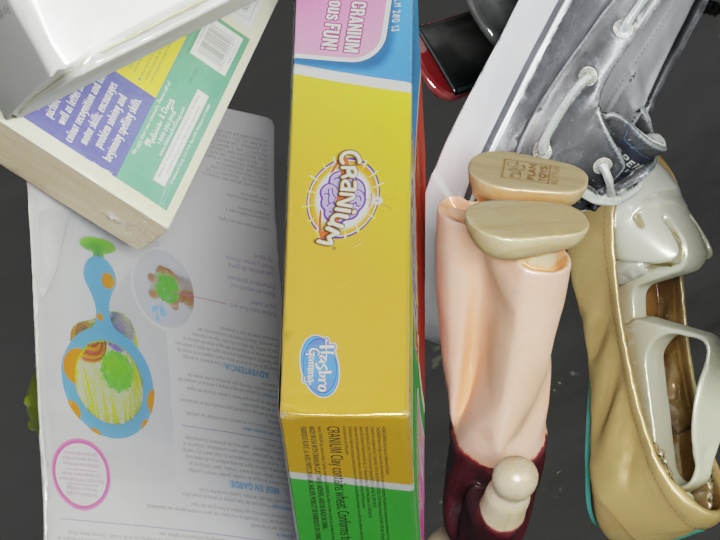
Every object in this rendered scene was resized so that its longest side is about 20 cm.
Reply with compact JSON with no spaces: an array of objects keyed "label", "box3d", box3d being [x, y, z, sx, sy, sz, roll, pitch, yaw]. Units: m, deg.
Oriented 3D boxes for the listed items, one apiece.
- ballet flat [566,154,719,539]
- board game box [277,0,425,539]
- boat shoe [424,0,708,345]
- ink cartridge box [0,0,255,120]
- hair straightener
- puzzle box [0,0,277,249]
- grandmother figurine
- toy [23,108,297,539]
[{"label":"ballet flat","box3d":[0.124,0.016,1.146,0.069,0.063,0.200,-5,88,-50]},{"label":"board game box","box3d":[0.000,0.000,0.927,0.153,0.040,0.200,85,5,-58]},{"label":"boat shoe","box3d":[0.084,-0.054,1.048,0.200,0.068,0.072,-64,155,6]},{"label":"ink cartridge box","box3d":[-0.087,-0.168,0.842,0.145,0.088,0.200,-29,91,-19]},{"label":"hair straightener","box3d":[0.106,-0.113,1.131,0.200,0.077,0.041,-12,70,-48]},{"label":"puzzle box","box3d":[-0.087,-0.122,0.918,0.133,0.025,0.200,34,58,-17]},{"label":"grandmother figurine","box3d":[0.048,0.058,1.008,0.121,0.060,0.200,-64,162,-62]},{"label":"toy","box3d":[-0.077,0.036,0.925,0.115,0.047,0.200,12,71,-44]}]
